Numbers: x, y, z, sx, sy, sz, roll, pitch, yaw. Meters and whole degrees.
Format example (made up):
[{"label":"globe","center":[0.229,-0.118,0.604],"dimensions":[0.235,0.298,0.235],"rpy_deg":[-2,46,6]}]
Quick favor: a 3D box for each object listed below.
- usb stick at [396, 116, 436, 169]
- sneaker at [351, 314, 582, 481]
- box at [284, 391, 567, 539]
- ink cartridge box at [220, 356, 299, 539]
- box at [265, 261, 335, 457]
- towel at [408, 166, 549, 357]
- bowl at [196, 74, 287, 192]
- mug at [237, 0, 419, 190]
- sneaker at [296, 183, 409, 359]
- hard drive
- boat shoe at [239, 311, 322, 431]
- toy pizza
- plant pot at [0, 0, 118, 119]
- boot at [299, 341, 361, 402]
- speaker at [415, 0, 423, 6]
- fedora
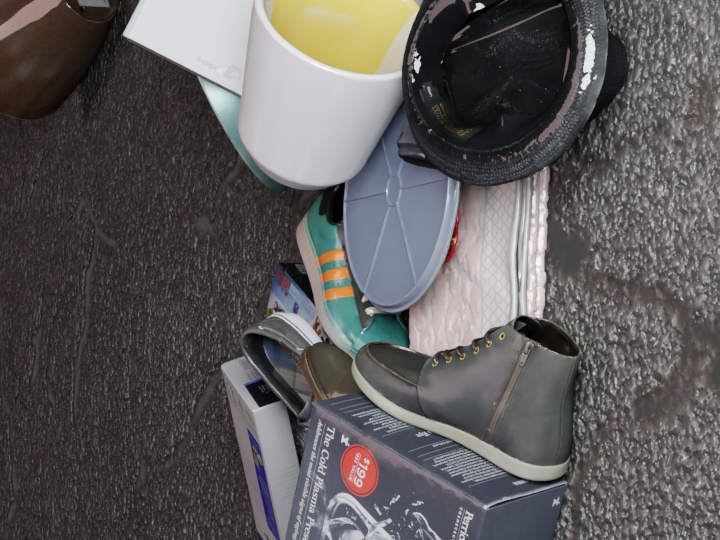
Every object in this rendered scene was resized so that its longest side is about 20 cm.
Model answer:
[{"label":"usb stick","center":[0.082,-0.176,1.417],"dimensions":[0.055,0.033,0.202],"rpy_deg":[13,78,40]},{"label":"sneaker","center":[0.084,0.069,1.365],"dimensions":[0.199,0.074,0.107],"rpy_deg":[24,114,32]},{"label":"box","center":[0.040,0.219,1.391],"dimensions":[0.181,0.104,0.202],"rpy_deg":[26,113,37]},{"label":"ink cartridge box","center":[-0.087,0.191,1.746],"dimensions":[0.099,0.039,0.202],"rpy_deg":[-134,30,-56]},{"label":"box","center":[-0.042,0.095,1.711],"dimensions":[0.200,0.037,0.138],"rpy_deg":[46,128,56]},{"label":"towel","center":[0.091,-0.027,1.462],"dimensions":[0.191,0.032,0.203],"rpy_deg":[-4,82,64]},{"label":"bowl","center":[-0.076,-0.186,1.682],"dimensions":[0.104,0.201,0.202],"rpy_deg":[-26,52,10]},{"label":"mug","center":[-0.024,-0.159,1.492],"dimensions":[0.149,0.187,0.154],"rpy_deg":[32,132,11]},{"label":"sneaker","center":[0.000,0.000,1.600],"dimensions":[0.080,0.071,0.201],"rpy_deg":[-59,42,36]},{"label":"hard drive","center":[-0.106,-0.266,1.585],"dimensions":[0.202,0.131,0.026],"rpy_deg":[-63,-11,-2]},{"label":"boat shoe","center":[-0.034,0.114,1.584],"dimensions":[0.200,0.066,0.070],"rpy_deg":[49,125,22]},{"label":"toy pizza","center":[0.040,-0.065,1.500],"dimensions":[0.200,0.031,0.203],"rpy_deg":[-21,66,62]},{"label":"plant pot","center":[-0.411,-0.327,2.390],"dimensions":[0.199,0.186,0.189],"rpy_deg":[-29,60,43]},{"label":"boot","center":[0.034,0.101,1.499],"dimensions":[0.200,0.074,0.098],"rpy_deg":[44,119,29]},{"label":"speaker","center":[0.021,-0.254,1.577],"dimensions":[0.081,0.080,0.202],"rpy_deg":[39,121,59]},{"label":"fedora","center":[0.124,-0.149,1.323],"dimensions":[0.199,0.091,0.203],"rpy_deg":[-6,81,47]}]
